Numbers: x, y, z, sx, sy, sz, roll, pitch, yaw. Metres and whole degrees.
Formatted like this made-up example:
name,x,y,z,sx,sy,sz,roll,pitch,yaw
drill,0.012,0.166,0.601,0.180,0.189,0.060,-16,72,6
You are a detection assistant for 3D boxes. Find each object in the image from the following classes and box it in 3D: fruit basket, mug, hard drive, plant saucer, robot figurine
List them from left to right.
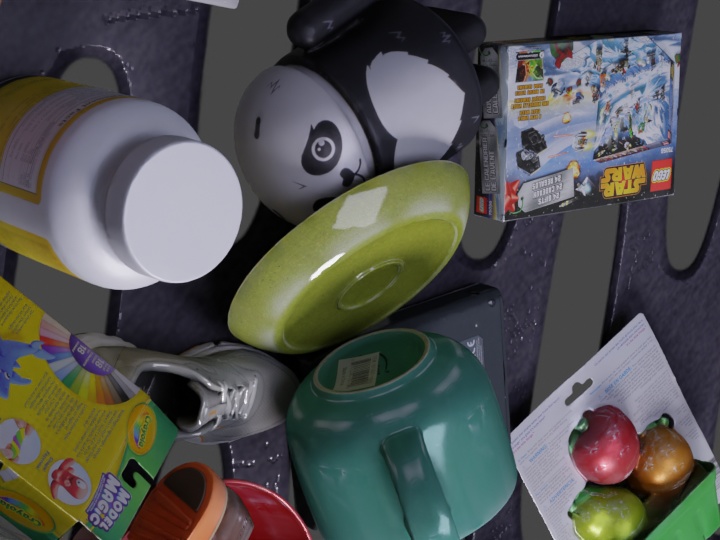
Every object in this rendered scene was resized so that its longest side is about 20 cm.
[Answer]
name,x,y,z,sx,sy,sz,roll,pitch,yaw
plant saucer,0.000,0.000,1.222,0.199,0.031,0.200,-29,159,-12
robot figurine,0.006,-0.112,1.219,0.199,0.125,0.151,-34,84,-28
hard drive,0.031,0.103,1.354,0.199,0.033,0.141,-18,112,-35
mug,0.034,0.113,1.217,0.152,0.184,0.115,-34,116,-32
fruit basket,0.219,0.170,1.506,0.185,0.093,0.201,-40,107,-25

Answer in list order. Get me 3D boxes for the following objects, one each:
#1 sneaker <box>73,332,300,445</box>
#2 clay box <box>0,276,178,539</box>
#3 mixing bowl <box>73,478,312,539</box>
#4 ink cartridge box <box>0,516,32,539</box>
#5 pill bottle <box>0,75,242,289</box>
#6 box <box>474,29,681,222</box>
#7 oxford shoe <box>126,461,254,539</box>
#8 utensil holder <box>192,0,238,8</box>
name,x,y,z,sx,sy,sz,roll,pitch,yaw
sneaker,-0.110,0.090,1.197,0.199,0.092,0.077,5,97,-41
clay box,-0.213,0.078,1.057,0.200,0.048,0.115,41,39,-12
mixing bowl,-0.136,0.226,1.199,0.199,0.108,0.202,-11,107,-38
ink cartridge box,-0.255,0.217,1.039,0.144,0.199,0.146,28,84,-39
pill bottle,-0.158,-0.052,1.052,0.111,0.199,0.113,-11,108,-36
box,0.177,-0.120,1.414,0.199,0.040,0.139,-9,105,-38
oxford shoe,-0.129,0.222,1.090,0.201,0.071,0.073,-57,133,-14
utensil holder,-0.132,-0.271,1.045,0.169,0.169,0.202,5,101,-40
